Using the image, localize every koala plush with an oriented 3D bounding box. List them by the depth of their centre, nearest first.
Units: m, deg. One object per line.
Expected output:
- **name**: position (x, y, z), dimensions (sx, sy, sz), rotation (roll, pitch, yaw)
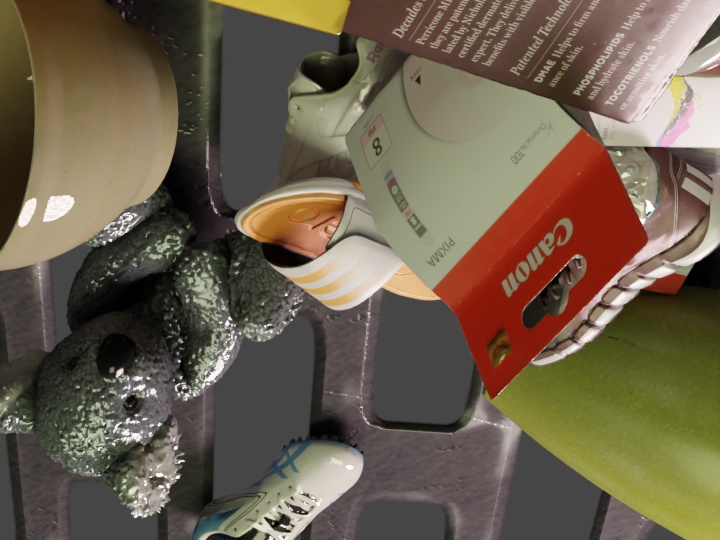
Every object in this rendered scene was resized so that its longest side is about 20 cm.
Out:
- **koala plush**: position (-0.159, 0.059, 1.585), dimensions (0.176, 0.201, 0.184), rotation (28, 156, -2)

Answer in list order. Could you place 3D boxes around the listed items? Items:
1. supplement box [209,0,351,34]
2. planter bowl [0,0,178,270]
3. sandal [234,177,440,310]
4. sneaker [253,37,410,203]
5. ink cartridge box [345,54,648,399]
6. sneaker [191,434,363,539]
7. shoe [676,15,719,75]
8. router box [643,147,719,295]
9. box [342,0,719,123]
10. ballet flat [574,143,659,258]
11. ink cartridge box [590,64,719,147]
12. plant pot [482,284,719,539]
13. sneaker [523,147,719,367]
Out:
- **supplement box**: position (-0.080, -0.260, 1.197), dimensions (0.195, 0.133, 0.201), rotation (14, 112, -14)
- **planter bowl**: position (-0.200, -0.099, 1.444), dimensions (0.134, 0.202, 0.200), rotation (-4, 152, -40)
- **sandal**: position (0.006, -0.003, 1.531), dimensions (0.079, 0.060, 0.206), rotation (-30, 144, 34)
- **sneaker**: position (-0.020, -0.095, 1.530), dimensions (0.099, 0.075, 0.200), rotation (40, 132, -13)
- **ink cartridge box**: position (0.074, -0.052, 1.363), dimensions (0.057, 0.201, 0.163), rotation (12, 136, -34)
- **sneaker**: position (-0.066, 0.198, 1.885), dimensions (0.072, 0.073, 0.200), rotation (29, 133, -27)
- **shoe**: position (0.262, -0.174, 1.348), dimensions (0.200, 0.072, 0.091), rotation (-46, 132, 4)
- **router box**: position (0.150, -0.071, 1.551), dimensions (0.198, 0.049, 0.180), rotation (10, 141, -10)
- **box**: position (0.101, -0.215, 1.277), dimensions (0.198, 0.167, 0.165), rotation (16, 141, -16)
- **ballet flat**: position (0.101, -0.035, 1.455), dimensions (0.072, 0.072, 0.199), rotation (32, 152, -32)
- **ink cartridge box**: position (0.180, -0.140, 1.407), dimensions (0.198, 0.117, 0.068), rotation (1, 142, 2)
- **plant pot**: position (0.196, 0.080, 1.659), dimensions (0.198, 0.188, 0.188), rotation (21, 140, 0)
- **sneaker**: position (0.142, -0.024, 1.523), dimensions (0.115, 0.076, 0.200), rotation (35, 121, -28)
